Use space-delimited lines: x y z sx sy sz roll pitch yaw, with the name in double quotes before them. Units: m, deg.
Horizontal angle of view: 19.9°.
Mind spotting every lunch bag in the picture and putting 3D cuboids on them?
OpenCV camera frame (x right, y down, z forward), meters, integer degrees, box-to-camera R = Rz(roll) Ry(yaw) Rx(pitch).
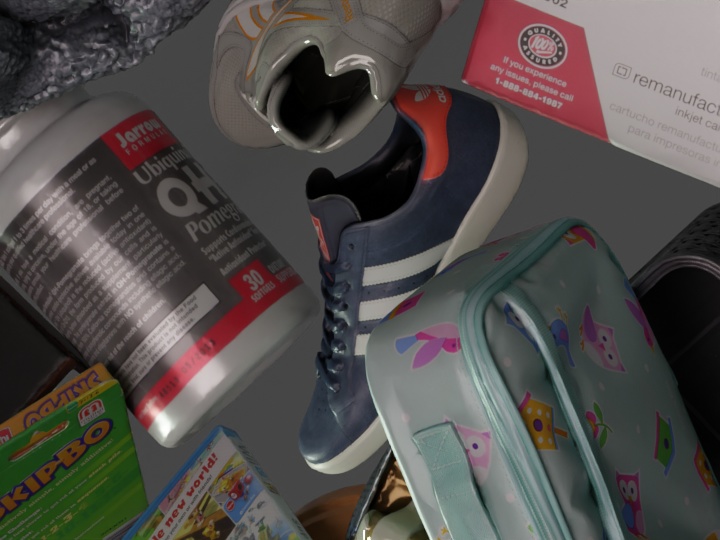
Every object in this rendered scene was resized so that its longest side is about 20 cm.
"lunch bag" 0.085 0.089 0.847 0.077 0.160 0.202 -21 96 28

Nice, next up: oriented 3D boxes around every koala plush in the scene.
"koala plush" -0.149 -0.193 0.920 0.182 0.200 0.179 -15 68 8

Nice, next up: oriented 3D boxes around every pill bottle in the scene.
"pill bottle" -0.123 -0.018 1.039 0.200 0.111 0.111 48 119 3

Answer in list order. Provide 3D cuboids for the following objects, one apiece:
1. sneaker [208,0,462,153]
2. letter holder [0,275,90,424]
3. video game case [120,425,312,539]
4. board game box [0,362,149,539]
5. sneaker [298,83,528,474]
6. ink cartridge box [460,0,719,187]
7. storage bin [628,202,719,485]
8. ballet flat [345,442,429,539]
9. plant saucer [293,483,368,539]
"sneaker" -0.030 -0.089 0.947 0.075 0.093 0.200 33 152 -14
"letter holder" -0.228 0.038 1.110 0.200 0.142 0.101 41 87 21
"video game case" -0.067 0.195 1.045 0.143 0.018 0.200 -50 49 11
"board game box" -0.157 0.116 1.048 0.030 0.095 0.200 51 162 21
"sneaker" 0.000 0.000 0.985 0.084 0.075 0.201 19 102 -26
"ink cartridge box" 0.145 -0.154 0.889 0.147 0.086 0.202 23 116 16
"storage bin" 0.185 0.086 0.944 0.200 0.094 0.135 47 119 3
"ballet flat" 0.031 0.108 1.009 0.074 0.074 0.202 23 99 16
"plant saucer" 0.021 0.213 1.091 0.198 0.037 0.202 8 110 22
